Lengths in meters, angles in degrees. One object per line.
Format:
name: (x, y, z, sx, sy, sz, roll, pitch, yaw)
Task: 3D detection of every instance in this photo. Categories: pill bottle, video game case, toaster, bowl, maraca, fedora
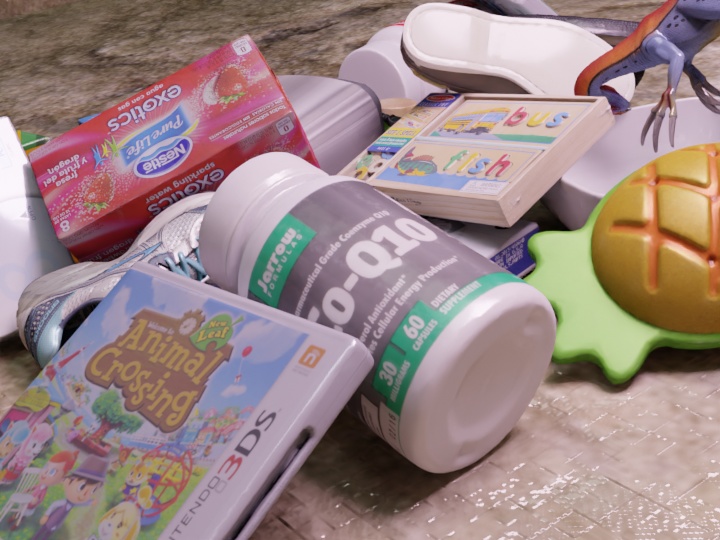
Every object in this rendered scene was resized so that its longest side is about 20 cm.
pill bottle: (0.002, 0.015, 0.598, 0.113, 0.114, 0.200, -26, 45, -35)
video game case: (-0.114, 0.086, 0.535, 0.199, 0.022, 0.182, 16, 61, 45)
toaster: (-0.065, -0.107, 0.964, 0.199, 0.114, 0.129, 11, 36, 35)
video game case: (0.189, -0.296, 1.222, 0.199, 0.022, 0.182, 23, 12, -43)
pill bottle: (0.072, -0.231, 1.191, 0.113, 0.115, 0.200, 10, 30, 38)
bowl: (0.236, -0.068, 0.809, 0.199, 0.075, 0.200, -14, 24, -8)
maraca: (0.195, -0.008, 0.648, 0.199, 0.107, 0.138, -25, 54, -3)
fedora: (0.207, -0.188, 0.989, 0.199, 0.092, 0.201, 4, 12, -1)

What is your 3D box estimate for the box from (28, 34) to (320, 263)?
box: (-0.141, -0.080, 0.821, 0.199, 0.100, 0.096, -29, 58, -2)

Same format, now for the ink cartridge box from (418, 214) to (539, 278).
ink cartridge box: (0.000, 0.000, 0.784, 0.199, 0.041, 0.199, 11, 31, 40)

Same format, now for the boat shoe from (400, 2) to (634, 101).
boat shoe: (0.131, -0.175, 0.893, 0.200, 0.073, 0.060, 14, -9, -2)

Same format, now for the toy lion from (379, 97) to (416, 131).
toy lion: (0.127, -0.125, 1.008, 0.190, 0.069, 0.200, -9, 22, -18)

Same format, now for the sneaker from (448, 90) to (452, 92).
sneaker: (0.192, -0.201, 1.107, 0.199, 0.074, 0.118, -13, 21, -37)

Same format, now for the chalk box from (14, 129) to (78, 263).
chalk box: (-0.361, -0.055, 0.939, 0.124, 0.126, 0.199, -28, 31, -36)

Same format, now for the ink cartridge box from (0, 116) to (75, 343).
ink cartridge box: (-0.325, -0.010, 0.779, 0.199, 0.161, 0.047, -24, -2, -32)

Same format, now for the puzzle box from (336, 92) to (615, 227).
puzzle box: (0.083, -0.093, 0.823, 0.133, 0.026, 0.199, -43, 31, -25)

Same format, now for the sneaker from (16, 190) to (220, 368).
sneaker: (-0.147, 0.017, 0.752, 0.199, 0.078, 0.086, -31, 31, -7)

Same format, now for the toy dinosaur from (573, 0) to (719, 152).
toy dinosaur: (0.249, -0.184, 0.802, 0.180, 0.202, 0.105, -4, -6, 31)

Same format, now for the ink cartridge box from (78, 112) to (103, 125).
ink cartridge box: (-0.172, -0.137, 1.106, 0.199, 0.084, 0.145, -23, 27, -30)
